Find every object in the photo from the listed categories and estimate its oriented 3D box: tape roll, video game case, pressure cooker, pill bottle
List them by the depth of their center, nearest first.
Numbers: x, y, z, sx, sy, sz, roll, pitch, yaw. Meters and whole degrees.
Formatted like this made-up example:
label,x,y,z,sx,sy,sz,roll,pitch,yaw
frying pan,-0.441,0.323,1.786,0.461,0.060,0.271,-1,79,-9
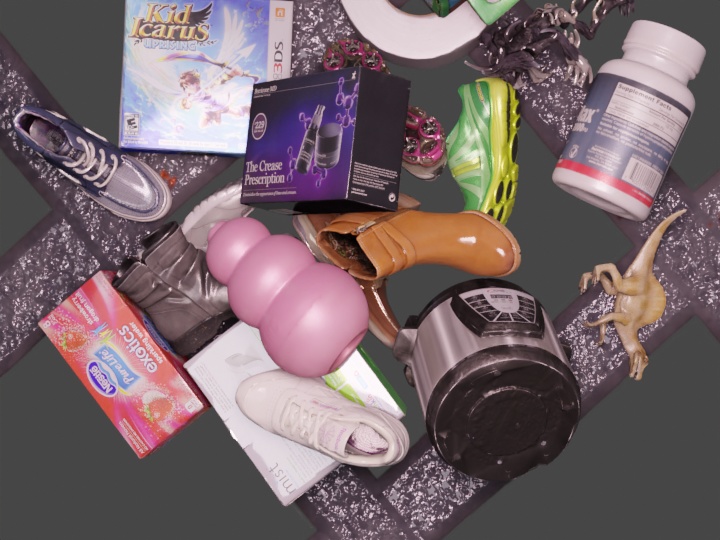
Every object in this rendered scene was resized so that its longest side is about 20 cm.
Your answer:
label,x,y,z,sx,sy,sz,roll,pitch,yaw
pressure cooker,0.139,0.109,1.479,0.178,0.201,0.176,-34,118,13
pill bottle,0.307,-0.169,1.506,0.118,0.120,0.202,24,90,5
tape roll,0.071,-0.340,1.556,0.197,0.066,0.203,0,88,5
video game case,-0.180,-0.227,1.567,0.197,0.045,0.184,2,88,-6

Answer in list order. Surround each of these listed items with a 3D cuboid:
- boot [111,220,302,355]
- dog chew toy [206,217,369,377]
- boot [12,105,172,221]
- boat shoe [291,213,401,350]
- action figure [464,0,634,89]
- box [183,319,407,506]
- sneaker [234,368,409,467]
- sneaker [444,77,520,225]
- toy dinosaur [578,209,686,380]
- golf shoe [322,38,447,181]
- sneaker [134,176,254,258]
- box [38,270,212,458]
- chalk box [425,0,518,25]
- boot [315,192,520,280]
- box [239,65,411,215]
label,x,y,z,sx,sy,sz,roll,pitch,yaw
boot,-0.173,-0.007,1.513,0.199,0.070,0.132,-39,110,0
dog chew toy,-0.086,0.021,1.443,0.200,0.125,0.125,41,92,9
boot,-0.316,-0.122,1.570,0.199,0.090,0.073,30,91,5
boat shoe,0.000,0.000,1.551,0.071,0.076,0.201,-35,88,1
action figure,0.215,-0.253,1.506,0.199,0.119,0.103,-35,121,-12
box,-0.073,0.135,1.541,0.176,0.097,0.201,-38,86,3
sneaker,-0.042,0.158,1.443,0.198,0.100,0.076,18,92,5
sneaker,0.136,-0.122,1.553,0.083,0.074,0.203,8,93,31
toy dinosaur,0.308,0.020,1.543,0.100,0.058,0.203,9,97,-10
golf shoe,0.023,-0.180,1.546,0.072,0.092,0.201,-35,71,-10
sneaker,-0.175,-0.038,1.575,0.199,0.075,0.082,-37,97,12
box,-0.268,0.107,1.558,0.099,0.095,0.201,-38,86,4
chalk box,0.100,-0.365,1.460,0.124,0.124,0.201,-39,86,3
boot,0.062,-0.027,1.471,0.199,0.155,0.077,28,120,24
box,-0.041,-0.138,1.463,0.078,0.199,0.143,13,82,-38
